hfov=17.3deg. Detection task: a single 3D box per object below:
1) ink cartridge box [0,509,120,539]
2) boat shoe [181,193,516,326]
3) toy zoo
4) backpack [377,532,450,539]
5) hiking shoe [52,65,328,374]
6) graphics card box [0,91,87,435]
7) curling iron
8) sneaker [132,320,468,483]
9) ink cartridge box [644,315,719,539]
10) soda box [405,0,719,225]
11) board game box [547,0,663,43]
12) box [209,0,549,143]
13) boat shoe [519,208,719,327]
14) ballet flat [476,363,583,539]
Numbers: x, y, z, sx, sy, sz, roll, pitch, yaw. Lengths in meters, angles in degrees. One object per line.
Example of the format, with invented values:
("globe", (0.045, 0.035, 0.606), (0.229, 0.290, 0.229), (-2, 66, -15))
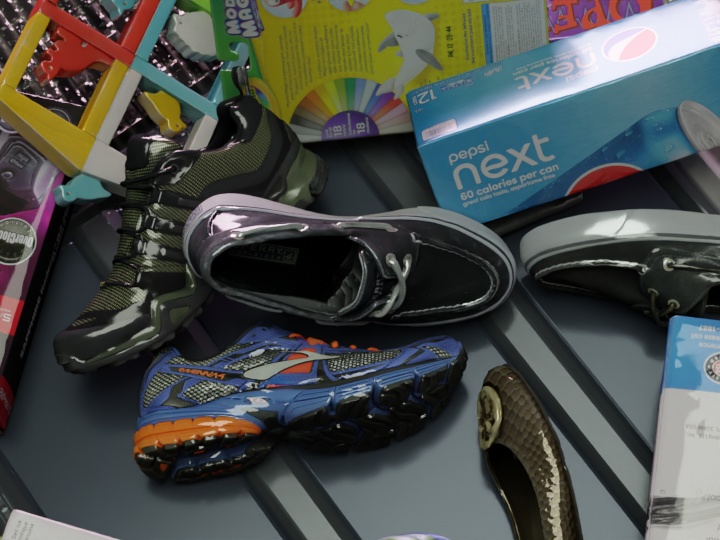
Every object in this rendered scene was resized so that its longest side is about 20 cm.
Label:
("ink cartridge box", (-0.209, 0.208, 1.304), (0.199, 0.076, 0.149), (15, 69, 8))
("boat shoe", (0.000, 0.000, 1.337), (0.199, 0.068, 0.072), (10, 108, -19))
("toy zoo", (-0.139, -0.126, 1.426), (0.131, 0.020, 0.201), (31, 65, -18))
("backpack", (0.043, 0.238, 1.247), (0.162, 0.154, 0.201), (-25, 49, 28))
("hiking shoe", (-0.117, -0.027, 1.378), (0.200, 0.076, 0.101), (-44, 103, -19))
("graphics card box", (-0.245, -0.015, 1.412), (0.125, 0.051, 0.201), (13, 68, 7))
("curling iron", (0.037, -0.023, 1.410), (0.199, 0.026, 0.050), (-15, 65, -3))
("sneaker", (-0.037, 0.061, 1.358), (0.198, 0.075, 0.079), (-10, 64, -2))
("ink cartridge box", (0.229, 0.139, 1.300), (0.143, 0.084, 0.201), (7, 69, 7))
("soda box", (0.132, -0.093, 1.379), (0.199, 0.068, 0.064), (-18, 35, 6))
("board game box", (0.086, -0.188, 1.476), (0.198, 0.032, 0.121), (-5, 72, 1))
("box", (0.012, -0.141, 1.416), (0.198, 0.118, 0.048), (-6, 24, -1))
("boat shoe", (0.192, 0.003, 1.369), (0.198, 0.069, 0.057), (1, 68, 1))
("ballet flat", (0.098, 0.149, 1.318), (0.046, 0.067, 0.201), (-14, 74, -12))
